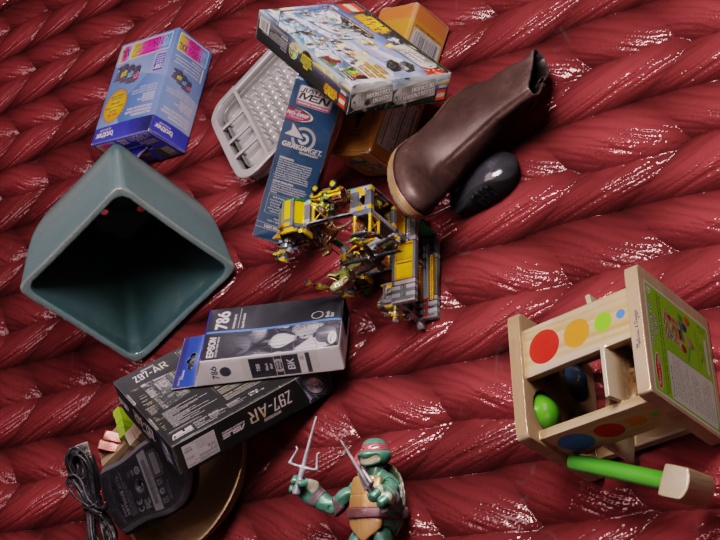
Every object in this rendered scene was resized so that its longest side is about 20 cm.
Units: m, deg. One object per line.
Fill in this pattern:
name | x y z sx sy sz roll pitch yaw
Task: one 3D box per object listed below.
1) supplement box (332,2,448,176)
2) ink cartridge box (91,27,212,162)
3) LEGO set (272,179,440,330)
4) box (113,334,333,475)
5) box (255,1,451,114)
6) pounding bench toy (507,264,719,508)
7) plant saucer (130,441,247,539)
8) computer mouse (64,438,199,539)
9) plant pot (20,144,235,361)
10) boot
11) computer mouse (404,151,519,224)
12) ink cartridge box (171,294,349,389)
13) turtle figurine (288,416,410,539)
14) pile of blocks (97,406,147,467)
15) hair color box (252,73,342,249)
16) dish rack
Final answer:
supplement box | 0.037 -0.214 1.743 0.066 0.069 0.201 2 66 47
ink cartridge box | -0.300 -0.230 2.090 0.136 0.076 0.201 -9 61 42
LEGO set | 0.000 0.000 1.564 0.153 0.200 0.116 -9 63 21
box | -0.155 0.130 1.652 0.199 0.044 0.160 -28 35 -22
box | -0.010 -0.243 1.660 0.200 0.136 0.040 44 135 42
pounding bench toy | 0.219 0.130 1.292 0.156 0.124 0.201 -25 50 33
plant saucer | -0.195 0.241 1.713 0.200 0.035 0.201 -26 49 34
computer mouse | -0.250 0.243 1.687 0.199 0.053 0.139 -25 78 35
plant pot | -0.305 -0.047 1.896 0.196 0.196 0.200 -42 34 18
boot | 0.116 -0.151 1.568 0.166 0.072 0.200 -35 18 35
computer mouse | 0.091 -0.077 1.625 0.200 0.034 0.059 -30 48 30
ink cartridge box | -0.113 0.079 1.639 0.199 0.039 0.100 -9 34 8
turtle figurine | 0.003 0.240 1.464 0.149 0.100 0.201 -22 66 54
pile of blocks | -0.247 0.174 1.732 0.199 0.062 0.082 -25 50 34
hair color box | -0.066 -0.137 1.714 0.100 0.060 0.201 -73 0 -67
dish rack | -0.098 -0.218 1.900 0.200 0.043 0.172 -45 41 15
